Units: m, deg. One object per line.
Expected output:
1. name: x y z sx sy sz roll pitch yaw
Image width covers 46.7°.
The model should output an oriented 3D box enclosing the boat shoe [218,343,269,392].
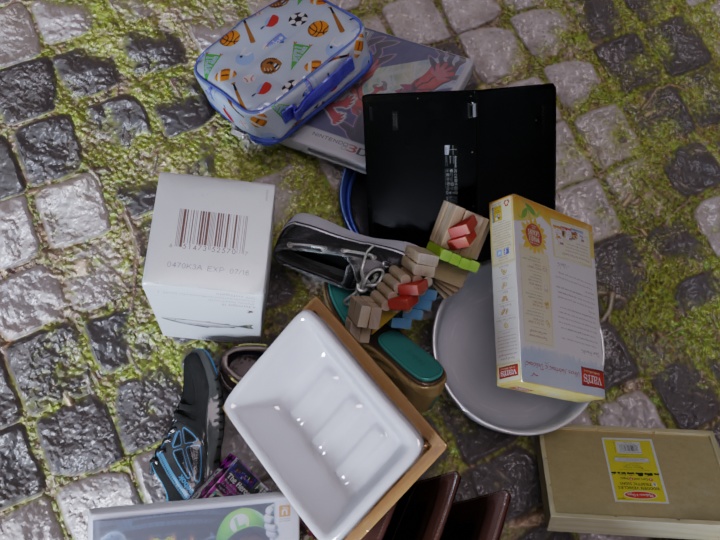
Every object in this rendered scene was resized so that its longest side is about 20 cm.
1. boat shoe: -0.058 0.125 0.918 0.199 0.060 0.072 15 71 -2

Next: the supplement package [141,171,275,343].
1. supplement package: -0.153 -0.004 0.873 0.116 0.200 0.118 5 71 -5

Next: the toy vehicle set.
1. toy vehicle set: 0.295 0.225 0.901 0.199 0.027 0.125 2 40 3

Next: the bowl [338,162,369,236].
1. bowl: 0.072 -0.085 1.012 0.199 0.039 0.202 2 72 -7

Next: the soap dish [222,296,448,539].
1. soap dish: -0.025 0.150 0.811 0.158 0.081 0.200 -49 64 12

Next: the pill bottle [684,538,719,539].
1. pill bottle: 0.403 0.316 0.892 0.199 0.104 0.104 -34 79 -16

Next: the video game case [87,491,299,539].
1. video game case: -0.153 0.308 0.782 0.199 0.023 0.183 1 87 -23

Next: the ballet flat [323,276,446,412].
1. ballet flat: 0.017 0.082 0.934 0.068 0.063 0.200 -19 48 -30

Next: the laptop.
1. laptop: 0.117 -0.112 0.953 0.199 0.116 0.189 2 104 19

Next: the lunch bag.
1. lunch bag: -0.091 -0.242 1.001 0.200 0.076 0.160 -43 59 -14

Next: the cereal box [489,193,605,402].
1. cereal box: 0.199 0.033 0.887 0.143 0.039 0.201 16 67 -38

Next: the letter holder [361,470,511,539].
1. letter holder: 0.047 0.285 0.807 0.100 0.142 0.201 35 59 -10

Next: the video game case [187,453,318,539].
1. video game case: -0.121 0.317 0.826 0.181 0.036 0.200 -47 105 -17

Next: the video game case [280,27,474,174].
1. video game case: 0.019 -0.208 1.021 0.181 0.023 0.201 21 64 16

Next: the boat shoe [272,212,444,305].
1. boat shoe: 0.000 -0.002 0.922 0.198 0.074 0.068 23 45 1

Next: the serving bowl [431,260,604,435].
1. serving bowl: 0.173 0.092 0.955 0.199 0.066 0.201 2 71 -7

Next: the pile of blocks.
1. pile of blocks: 0.068 0.015 0.872 0.200 0.062 0.082 -45 109 -1

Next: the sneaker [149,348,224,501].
1. sneaker: -0.182 0.181 0.877 0.081 0.073 0.201 -2 73 -9
